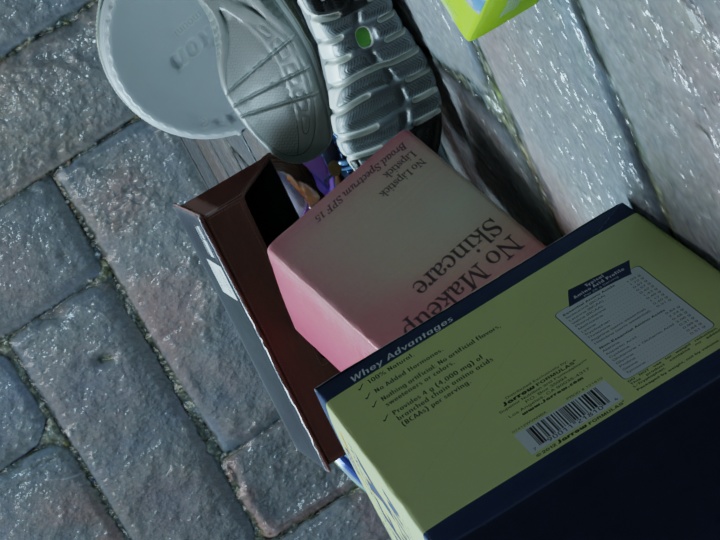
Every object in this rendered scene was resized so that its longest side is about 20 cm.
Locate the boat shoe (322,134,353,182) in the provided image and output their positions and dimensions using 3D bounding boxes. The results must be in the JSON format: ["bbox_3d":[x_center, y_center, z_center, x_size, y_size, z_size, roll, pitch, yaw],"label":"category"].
[{"bbox_3d":[-0.005,-0.112,1.534,0.201,0.084,0.069,60,174,-25],"label":"boat shoe"}]

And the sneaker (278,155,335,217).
[{"bbox_3d":[-0.048,-0.004,1.626,0.080,0.088,0.202,-149,56,-61],"label":"sneaker"}]

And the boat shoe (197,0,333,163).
[{"bbox_3d":[-0.068,-0.173,1.483,0.203,0.074,0.065,63,-150,-6],"label":"boat shoe"}]

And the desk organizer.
[{"bbox_3d":[-0.044,0.027,1.476,0.201,0.077,0.072,64,166,-16],"label":"desk organizer"}]

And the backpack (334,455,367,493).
[{"bbox_3d":[0.028,0.111,1.858,0.200,0.147,0.183,47,-178,-41],"label":"backpack"}]

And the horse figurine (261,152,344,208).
[{"bbox_3d":[0.000,0.000,1.531,0.201,0.050,0.133,60,175,14],"label":"horse figurine"}]

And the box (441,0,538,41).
[{"bbox_3d":[0.045,-0.185,0.981,0.123,0.047,0.200,58,174,4],"label":"box"}]

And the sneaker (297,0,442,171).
[{"bbox_3d":[-0.005,-0.157,1.433,0.116,0.074,0.201,-121,12,-60],"label":"sneaker"}]

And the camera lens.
[{"bbox_3d":[-0.121,-0.188,1.632,0.161,0.159,0.200,60,-179,-13],"label":"camera lens"}]

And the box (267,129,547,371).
[{"bbox_3d":[0.056,0.030,1.363,0.200,0.128,0.109,41,163,29],"label":"box"}]

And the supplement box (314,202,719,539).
[{"bbox_3d":[0.113,0.096,1.068,0.135,0.199,0.200,62,174,-25],"label":"supplement box"}]
